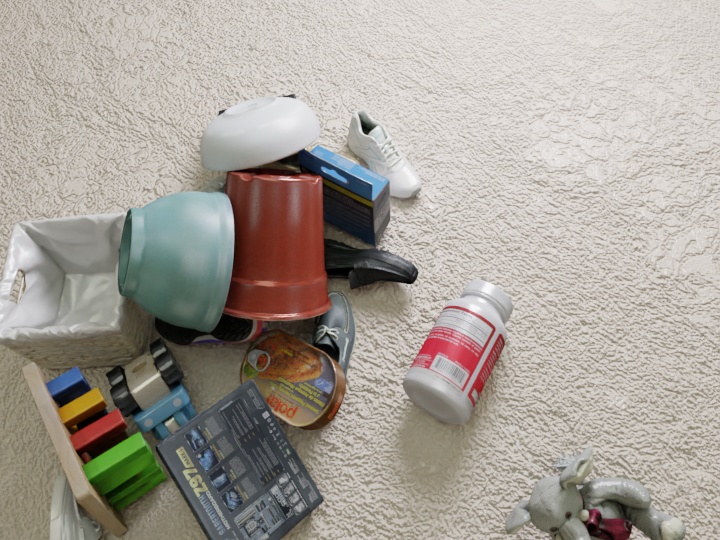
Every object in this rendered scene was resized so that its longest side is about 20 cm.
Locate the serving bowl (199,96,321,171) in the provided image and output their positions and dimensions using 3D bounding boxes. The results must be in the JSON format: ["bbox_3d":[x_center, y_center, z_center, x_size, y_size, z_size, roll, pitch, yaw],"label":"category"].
[{"bbox_3d":[-0.161,-0.223,0.994,0.194,0.067,0.202,-11,27,6],"label":"serving bowl"}]

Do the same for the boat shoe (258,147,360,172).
[{"bbox_3d":[-0.095,-0.195,1.176,0.193,0.077,0.074,1,61,2],"label":"boat shoe"}]

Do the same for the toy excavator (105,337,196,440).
[{"bbox_3d":[-0.275,0.227,0.952,0.099,0.204,0.194,-33,24,-15],"label":"toy excavator"}]

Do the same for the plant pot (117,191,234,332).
[{"bbox_3d":[-0.272,-0.020,0.918,0.131,0.201,0.206,7,57,-28],"label":"plant pot"}]

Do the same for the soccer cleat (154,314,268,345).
[{"bbox_3d":[-0.244,0.087,1.046,0.194,0.073,0.071,0,83,21],"label":"soccer cleat"}]

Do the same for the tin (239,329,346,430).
[{"bbox_3d":[-0.104,0.163,0.963,0.197,0.042,0.114,21,75,40],"label":"tin"}]

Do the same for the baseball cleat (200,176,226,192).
[{"bbox_3d":[-0.212,-0.133,1.150,0.194,0.070,0.109,-16,62,-6],"label":"baseball cleat"}]

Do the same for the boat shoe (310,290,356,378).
[{"bbox_3d":[-0.045,0.118,1.016,0.070,0.062,0.205,4,62,3],"label":"boat shoe"}]

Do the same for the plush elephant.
[{"bbox_3d":[0.285,0.323,0.835,0.152,0.167,0.202,10,33,-39],"label":"plush elephant"}]

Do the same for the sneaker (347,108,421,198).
[{"bbox_3d":[0.039,-0.214,1.182,0.070,0.081,0.201,-34,67,-18],"label":"sneaker"}]

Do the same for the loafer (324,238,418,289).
[{"bbox_3d":[0.000,0.000,1.078,0.194,0.068,0.072,12,70,14],"label":"loafer"}]

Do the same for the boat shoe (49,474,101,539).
[{"bbox_3d":[-0.391,0.383,0.887,0.067,0.073,0.204,-3,52,-24],"label":"boat shoe"}]

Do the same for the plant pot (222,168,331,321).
[{"bbox_3d":[-0.134,-0.049,0.984,0.194,0.201,0.202,6,103,5],"label":"plant pot"}]

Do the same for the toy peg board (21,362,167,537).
[{"bbox_3d":[-0.356,0.232,0.892,0.096,0.202,0.201,-27,63,-21],"label":"toy peg board"}]

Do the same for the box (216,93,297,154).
[{"bbox_3d":[-0.187,-0.256,1.173,0.155,0.051,0.202,-11,33,-1],"label":"box"}]

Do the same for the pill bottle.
[{"bbox_3d":[0.155,0.120,0.980,0.110,0.113,0.202,27,65,16],"label":"pill bottle"}]

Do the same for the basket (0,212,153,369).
[{"bbox_3d":[-0.438,0.039,1.014,0.193,0.162,0.204,-4,61,-1],"label":"basket"}]

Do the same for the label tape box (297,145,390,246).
[{"bbox_3d":[-0.023,-0.137,1.060,0.141,0.201,0.067,27,68,15],"label":"label tape box"}]

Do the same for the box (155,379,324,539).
[{"bbox_3d":[-0.165,0.281,0.885,0.156,0.051,0.203,-33,90,-28],"label":"box"}]
